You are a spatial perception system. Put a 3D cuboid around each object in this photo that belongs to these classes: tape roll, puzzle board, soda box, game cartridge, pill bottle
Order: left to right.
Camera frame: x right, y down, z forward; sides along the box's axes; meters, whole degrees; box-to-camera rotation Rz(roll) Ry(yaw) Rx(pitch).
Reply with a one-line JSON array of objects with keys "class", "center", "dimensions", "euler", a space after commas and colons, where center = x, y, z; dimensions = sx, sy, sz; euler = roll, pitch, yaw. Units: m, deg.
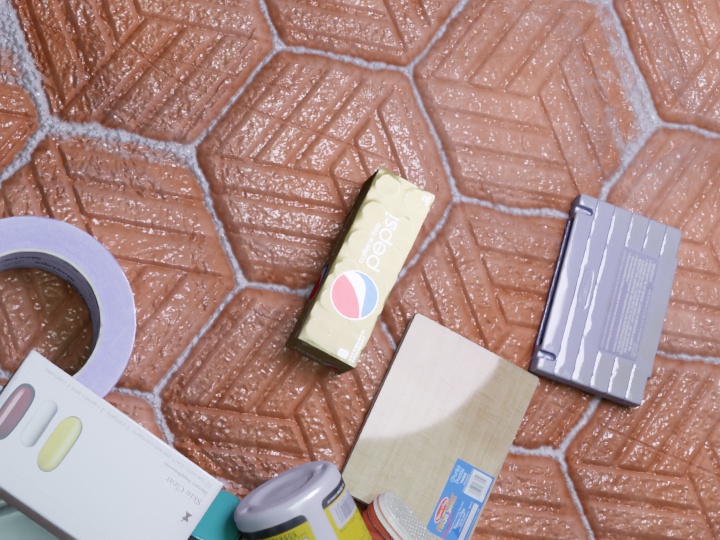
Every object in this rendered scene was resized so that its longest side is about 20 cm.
[{"class": "tape roll", "center": [-0.316, 0.053, 1.517], "dimensions": [0.198, 0.085, 0.202], "euler": [3, 79, -15]}, {"class": "pill bottle", "center": [-0.032, 0.293, 1.520], "dimensions": [0.111, 0.111, 0.201], "euler": [-28, 100, -18]}, {"class": "soda box", "center": [0.000, 0.000, 1.620], "dimensions": [0.067, 0.064, 0.201], "euler": [28, 74, -8]}, {"class": "puzzle board", "center": [0.079, 0.166, 1.635], "dimensions": [0.150, 0.017, 0.201], "euler": [28, 75, -9]}, {"class": "game cartridge", "center": [0.264, 0.033, 1.700], "dimensions": [0.129, 0.038, 0.201], "euler": [21, 75, -14]}]

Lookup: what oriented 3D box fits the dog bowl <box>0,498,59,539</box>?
[{"class": "dog bowl", "center": [-0.302, 0.307, 1.475], "dimensions": [0.199, 0.079, 0.202], "euler": [3, 79, -14]}]

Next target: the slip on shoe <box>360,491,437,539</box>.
[{"class": "slip on shoe", "center": [0.063, 0.312, 1.583], "dimensions": [0.061, 0.074, 0.200], "euler": [-36, 97, 17]}]

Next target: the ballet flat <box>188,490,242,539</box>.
[{"class": "ballet flat", "center": [-0.162, 0.273, 1.491], "dimensions": [0.074, 0.200, 0.075], "euler": [4, 108, 12]}]

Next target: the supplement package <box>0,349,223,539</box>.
[{"class": "supplement package", "center": [-0.242, 0.177, 1.390], "dimensions": [0.199, 0.156, 0.111], "euler": [36, 74, -8]}]
